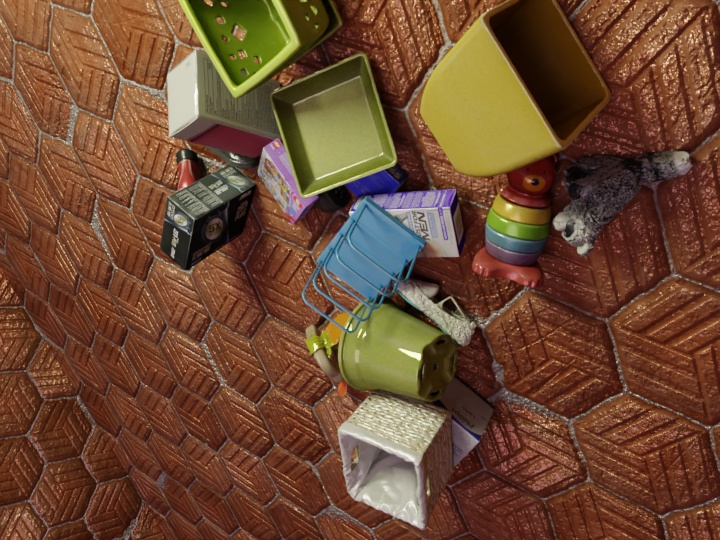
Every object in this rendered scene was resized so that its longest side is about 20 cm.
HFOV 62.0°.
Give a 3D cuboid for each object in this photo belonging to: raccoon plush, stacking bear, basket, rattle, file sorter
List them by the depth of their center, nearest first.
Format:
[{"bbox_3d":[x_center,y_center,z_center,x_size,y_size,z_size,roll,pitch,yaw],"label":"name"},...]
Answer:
[{"bbox_3d":[0.388,-0.092,0.900,0.196,0.097,0.136,3,128,36],"label":"raccoon plush"},{"bbox_3d":[0.263,-0.095,0.978,0.118,0.114,0.205,13,116,8],"label":"stacking bear"},{"bbox_3d":[0.000,0.000,1.098,0.137,0.124,0.200,34,135,-9],"label":"file sorter"},{"bbox_3d":[0.078,0.381,1.246,0.196,0.161,0.203,12,125,30],"label":"basket"},{"bbox_3d":[-0.040,0.200,1.460,0.202,0.142,0.130,55,169,-28],"label":"rattle"}]

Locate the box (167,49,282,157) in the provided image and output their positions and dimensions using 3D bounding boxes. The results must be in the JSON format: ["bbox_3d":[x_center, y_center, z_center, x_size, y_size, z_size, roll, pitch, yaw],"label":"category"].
[{"bbox_3d":[-0.256,-0.310,1.148,0.107,0.197,0.132,-14,76,43],"label":"box"}]

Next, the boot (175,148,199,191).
[{"bbox_3d":[-0.411,-0.205,1.462,0.201,0.070,0.148,116,146,-68],"label":"boot"}]

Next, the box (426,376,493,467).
[{"bbox_3d":[0.167,0.331,1.332,0.183,0.105,0.202,38,135,10],"label":"box"}]

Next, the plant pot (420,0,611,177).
[{"bbox_3d":[0.202,-0.250,0.871,0.196,0.195,0.199,54,141,-6],"label":"plant pot"}]

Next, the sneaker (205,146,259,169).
[{"bbox_3d":[-0.302,-0.306,1.306,0.197,0.060,0.106,31,137,22],"label":"sneaker"}]

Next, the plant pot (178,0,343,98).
[{"bbox_3d":[-0.156,-0.444,1.018,0.196,0.181,0.203,-18,106,42],"label":"plant pot"}]

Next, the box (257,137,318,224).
[{"bbox_3d":[-0.152,-0.175,1.223,0.138,0.039,0.200,56,166,-4],"label":"box"}]

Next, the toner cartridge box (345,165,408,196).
[{"bbox_3d":[-0.008,-0.211,1.155,0.200,0.043,0.095,44,134,5],"label":"toner cartridge box"}]

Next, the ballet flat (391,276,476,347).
[{"bbox_3d":[0.154,0.067,1.210,0.199,0.072,0.072,42,135,4],"label":"ballet flat"}]

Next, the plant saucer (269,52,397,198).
[{"bbox_3d":[-0.045,-0.258,1.090,0.195,0.048,0.205,-17,94,17],"label":"plant saucer"}]

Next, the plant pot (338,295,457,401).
[{"bbox_3d":[0.087,0.170,1.197,0.182,0.199,0.205,15,128,43],"label":"plant pot"}]

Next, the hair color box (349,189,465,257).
[{"bbox_3d":[0.088,-0.084,1.114,0.195,0.065,0.111,1,129,26],"label":"hair color box"}]

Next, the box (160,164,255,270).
[{"bbox_3d":[-0.346,-0.123,1.361,0.085,0.200,0.165,37,133,11],"label":"box"}]

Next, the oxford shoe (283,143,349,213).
[{"bbox_3d":[-0.110,-0.202,1.221,0.084,0.072,0.203,-21,103,48],"label":"oxford shoe"}]
